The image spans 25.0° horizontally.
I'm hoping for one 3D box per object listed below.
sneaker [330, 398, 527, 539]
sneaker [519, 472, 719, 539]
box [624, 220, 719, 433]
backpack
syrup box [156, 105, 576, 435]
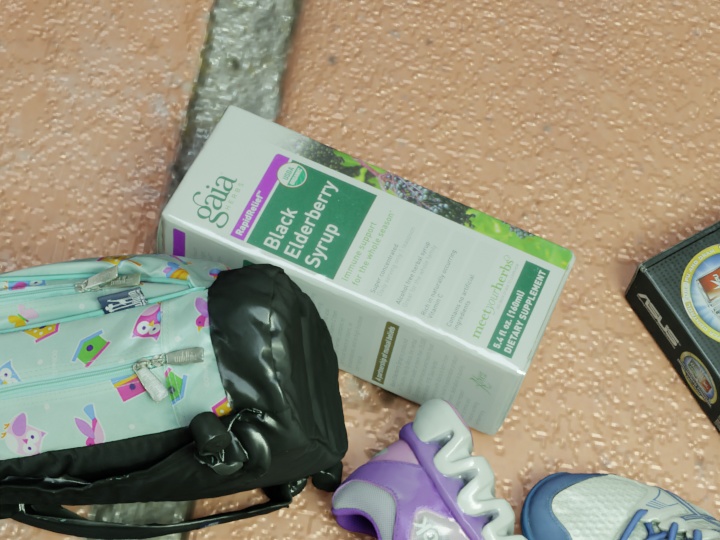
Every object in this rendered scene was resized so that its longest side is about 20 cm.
[{"bbox_3d":[0.050,0.164,0.786,0.088,0.080,0.200,-26,65,-8],"label":"sneaker"},{"bbox_3d":[0.175,0.147,0.793,0.200,0.088,0.075,25,68,9],"label":"sneaker"},{"bbox_3d":[0.263,0.049,0.866,0.160,0.044,0.200,-27,70,-15],"label":"box"},{"bbox_3d":[-0.117,0.057,0.782,0.200,0.167,0.127,-7,70,9],"label":"backpack"},{"bbox_3d":[0.000,0.000,0.847,0.200,0.081,0.079,24,60,6],"label":"syrup box"}]
